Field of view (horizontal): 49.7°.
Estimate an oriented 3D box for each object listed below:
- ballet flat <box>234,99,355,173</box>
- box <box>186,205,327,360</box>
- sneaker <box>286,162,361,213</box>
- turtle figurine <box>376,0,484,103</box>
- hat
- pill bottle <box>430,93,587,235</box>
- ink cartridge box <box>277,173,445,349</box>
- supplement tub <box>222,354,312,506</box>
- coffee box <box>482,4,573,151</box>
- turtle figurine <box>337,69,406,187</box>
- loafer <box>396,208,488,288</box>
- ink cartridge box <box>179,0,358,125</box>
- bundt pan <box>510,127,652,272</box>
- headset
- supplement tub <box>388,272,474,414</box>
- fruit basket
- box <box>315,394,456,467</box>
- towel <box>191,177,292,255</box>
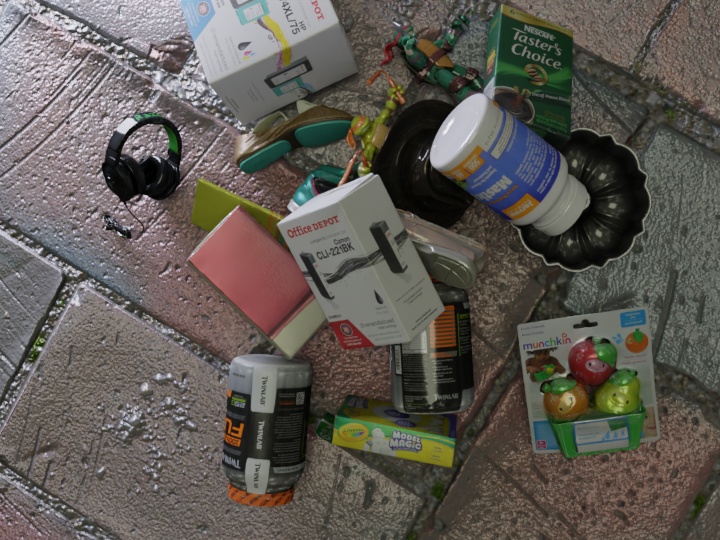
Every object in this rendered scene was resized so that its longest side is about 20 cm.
[{"bbox_3d":[-0.104,-0.215,1.180,0.198,0.068,0.073,-22,67,10],"label":"ballet flat"},{"bbox_3d":[-0.141,0.016,1.114,0.200,0.128,0.109,44,83,-9],"label":"box"},{"bbox_3d":[0.000,-0.097,1.152,0.199,0.084,0.122,30,101,10],"label":"sneaker"},{"bbox_3d":[0.114,-0.316,1.134,0.200,0.101,0.150,41,55,3],"label":"turtle figurine"},{"bbox_3d":[0.116,-0.133,1.085,0.081,0.199,0.202,29,94,50],"label":"hat"},{"bbox_3d":[0.198,-0.129,1.012,0.199,0.112,0.113,32,93,-21],"label":"pill bottle"},{"bbox_3d":[-0.001,-0.007,1.014,0.084,0.144,0.202,-35,103,-37],"label":"ink cartridge box"},{"bbox_3d":[-0.137,0.231,1.137,0.121,0.123,0.203,5,90,6],"label":"supplement tub"},{"bbox_3d":[0.234,-0.270,1.085,0.122,0.044,0.202,17,61,-10],"label":"coffee box"},{"bbox_3d":[0.037,-0.172,1.120,0.160,0.064,0.202,31,64,-28],"label":"turtle figurine"},{"bbox_3d":[0.080,-0.042,1.066,0.199,0.072,0.063,27,53,20],"label":"loafer"},{"bbox_3d":[-0.127,-0.338,1.123,0.198,0.146,0.148,-24,74,5],"label":"ink cartridge box"},{"bbox_3d":[0.309,-0.098,1.118,0.199,0.076,0.205,0,89,7],"label":"bundt pan"},{"bbox_3d":[-0.344,-0.145,1.182,0.093,0.123,0.202,29,112,30],"label":"headset"},{"bbox_3d":[0.100,0.098,1.119,0.121,0.123,0.203,-3,89,6],"label":"supplement tub"},{"bbox_3d":[0.324,0.161,1.095,0.183,0.094,0.202,-8,108,6],"label":"fruit basket"},{"bbox_3d":[0.039,0.227,1.127,0.197,0.117,0.049,8,97,6],"label":"box"},{"bbox_3d":[-0.164,-0.067,1.182,0.198,0.018,0.087,25,126,6],"label":"towel"}]
